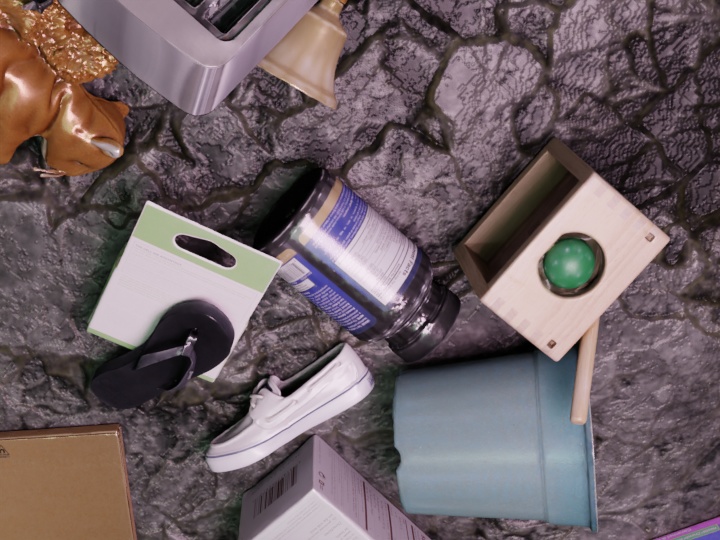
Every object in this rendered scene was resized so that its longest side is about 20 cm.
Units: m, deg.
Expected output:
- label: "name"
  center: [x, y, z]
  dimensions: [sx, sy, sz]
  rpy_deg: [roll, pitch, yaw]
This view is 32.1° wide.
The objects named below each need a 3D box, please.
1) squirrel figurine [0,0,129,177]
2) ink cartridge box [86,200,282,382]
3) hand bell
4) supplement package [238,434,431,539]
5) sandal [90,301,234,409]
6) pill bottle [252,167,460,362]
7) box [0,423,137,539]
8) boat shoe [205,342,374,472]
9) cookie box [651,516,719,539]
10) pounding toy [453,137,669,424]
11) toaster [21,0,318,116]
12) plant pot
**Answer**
- label: "squirrel figurine"
  center: [-0.286, -0.178, 1.154]
  dimensions: [0.187, 0.142, 0.200]
  rpy_deg: [32, 111, -21]
- label: "ink cartridge box"
  center: [-0.174, 0.015, 1.249]
  dimensions: [0.145, 0.048, 0.200]
  rpy_deg: [24, 129, -11]
- label: "hand bell"
  center: [-0.018, -0.261, 1.162]
  dimensions: [0.104, 0.104, 0.200]
  rpy_deg: [29, 98, -13]
- label: "supplement package"
  center: [-0.022, 0.302, 1.370]
  dimensions: [0.117, 0.117, 0.200]
  rpy_deg: [-41, 108, 13]
- label: "sandal"
  center: [-0.198, 0.097, 1.268]
  dimensions: [0.076, 0.043, 0.200]
  rpy_deg: [38, 128, -22]
- label: "pill bottle"
  center: [0.000, 0.000, 1.247]
  dimensions: [0.200, 0.112, 0.112]
  rpy_deg: [40, 106, -17]
- label: "box"
  center: [-0.356, 0.252, 1.390]
  dimensions: [0.200, 0.021, 0.164]
  rpy_deg: [-4, 113, -1]
- label: "boat shoe"
  center: [-0.085, 0.142, 1.333]
  dimensions: [0.200, 0.074, 0.065]
  rpy_deg: [-31, 106, 0]
- label: "cookie box"
  center: [0.379, 0.404, 1.448]
  dimensions: [0.171, 0.075, 0.200]
  rpy_deg: [-20, 112, 7]
- label: "pounding toy"
  center: [0.196, 0.005, 1.197]
  dimensions: [0.142, 0.200, 0.184]
  rpy_deg: [38, 101, -16]
- label: "toaster"
  center: [-0.149, -0.248, 1.054]
  dimensions: [0.181, 0.119, 0.200]
  rpy_deg: [41, 71, -1]
- label: "plant pot"
  center: [0.139, 0.171, 1.291]
  dimensions: [0.196, 0.200, 0.201]
  rpy_deg: [-4, 113, 9]
